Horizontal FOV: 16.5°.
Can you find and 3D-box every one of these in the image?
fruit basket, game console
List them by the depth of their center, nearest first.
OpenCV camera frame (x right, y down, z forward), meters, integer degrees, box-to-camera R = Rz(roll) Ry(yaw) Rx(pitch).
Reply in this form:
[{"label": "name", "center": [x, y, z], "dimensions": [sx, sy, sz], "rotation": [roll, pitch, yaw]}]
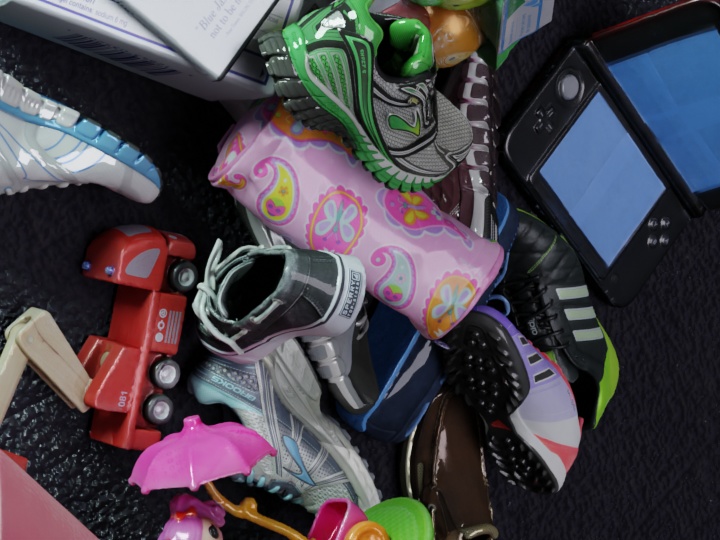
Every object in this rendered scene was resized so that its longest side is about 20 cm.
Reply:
[{"label": "fruit basket", "center": [0.042, -0.165, 1.650], "dimensions": [0.200, 0.094, 0.185], "rotation": [-41, 163, -17]}, {"label": "game console", "center": [0.228, -0.086, 1.899], "dimensions": [0.172, 0.119, 0.200], "rotation": [-53, 125, -20]}]

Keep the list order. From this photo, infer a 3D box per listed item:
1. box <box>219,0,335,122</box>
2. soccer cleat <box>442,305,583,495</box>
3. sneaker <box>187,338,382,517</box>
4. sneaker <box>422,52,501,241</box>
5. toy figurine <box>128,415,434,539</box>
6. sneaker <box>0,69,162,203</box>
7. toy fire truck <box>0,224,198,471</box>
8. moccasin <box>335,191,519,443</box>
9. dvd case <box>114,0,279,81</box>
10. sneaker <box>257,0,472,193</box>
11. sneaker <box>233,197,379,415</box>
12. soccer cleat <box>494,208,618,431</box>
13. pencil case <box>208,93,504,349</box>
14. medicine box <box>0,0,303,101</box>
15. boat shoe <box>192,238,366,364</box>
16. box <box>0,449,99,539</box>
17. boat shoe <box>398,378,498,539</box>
[{"label": "box", "center": [-0.049, -0.168, 1.711], "dimensions": [0.144, 0.036, 0.200], "rotation": [-52, 126, -20]}, {"label": "soccer cleat", "center": [0.115, 0.080, 1.805], "dimensions": [0.073, 0.068, 0.200], "rotation": [-58, 142, -28]}, {"label": "sneaker", "center": [-0.057, 0.127, 1.742], "dimensions": [0.086, 0.078, 0.200], "rotation": [-36, 113, -15]}, {"label": "sneaker", "center": [0.039, -0.088, 1.770], "dimensions": [0.076, 0.115, 0.201], "rotation": [63, 27, -66]}, {"label": "toy figurine", "center": [-0.079, 0.187, 1.633], "dimensions": [0.184, 0.150, 0.200], "rotation": [38, 68, -22]}, {"label": "sneaker", "center": [-0.218, -0.075, 1.573], "dimensions": [0.200, 0.075, 0.087], "rotation": [26, 89, -32]}, {"label": "toy fire truck", "center": [-0.189, 0.064, 1.626], "dimensions": [0.141, 0.049, 0.201], "rotation": [10, 91, -39]}, {"label": "moccasin", "center": [0.053, 0.033, 1.814], "dimensions": [0.200, 0.080, 0.068], "rotation": [-54, 133, -1]}, {"label": "dvd case", "center": [-0.120, -0.231, 1.502], "dimensions": [0.200, 0.018, 0.143], "rotation": [39, 78, -20]}, {"label": "sneaker", "center": [0.022, -0.110, 1.562], "dimensions": [0.200, 0.085, 0.078], "rotation": [28, 40, -57]}, {"label": "sneaker", "center": [0.000, 0.000, 1.714], "dimensions": [0.115, 0.075, 0.200], "rotation": [-26, 115, 0]}, {"label": "soccer cleat", "center": [0.142, 0.037, 1.873], "dimensions": [0.200, 0.067, 0.081], "rotation": [57, 34, -32]}, {"label": "pencil case", "center": [-0.002, -0.036, 1.634], "dimensions": [0.200, 0.087, 0.088], "rotation": [35, 74, -16]}, {"label": "medicine box", "center": [-0.122, -0.230, 1.567], "dimensions": [0.182, 0.103, 0.201], "rotation": [19, 85, -24]}, {"label": "boat shoe", "center": [-0.072, 0.018, 1.606], "dimensions": [0.068, 0.199, 0.074], "rotation": [17, 81, -26]}, {"label": "box", "center": [-0.215, 0.229, 1.563], "dimensions": [0.128, 0.109, 0.200], "rotation": [-31, 126, 15]}, {"label": "boat shoe", "center": [0.075, 0.182, 1.847], "dimensions": [0.075, 0.075, 0.203], "rotation": [-6, 101, -39]}]
